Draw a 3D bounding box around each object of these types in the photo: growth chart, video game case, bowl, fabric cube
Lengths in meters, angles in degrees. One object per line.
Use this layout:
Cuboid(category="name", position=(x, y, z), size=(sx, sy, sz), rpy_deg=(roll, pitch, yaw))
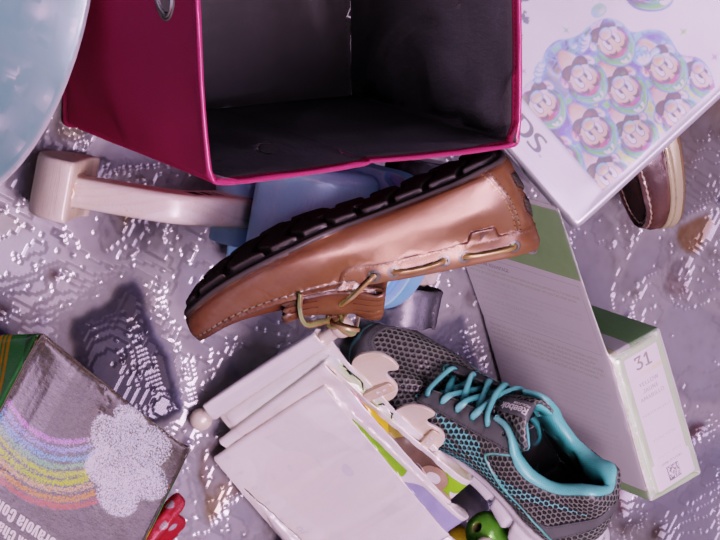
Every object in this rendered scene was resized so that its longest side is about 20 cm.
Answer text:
Cuboid(category="growth chart", position=(-0.006, 0.125, 1.731), size=(0.144, 0.018, 0.200), rpy_deg=(-25, 115, 21))
Cuboid(category="video game case", position=(0.143, -0.159, 1.737), size=(0.200, 0.024, 0.182), rpy_deg=(-42, 94, -3))
Cuboid(category="bowl", position=(-0.229, -0.145, 1.498), size=(0.201, 0.104, 0.202), rpy_deg=(17, 90, -71))
Cuboid(category="fabric cube", position=(-0.044, -0.168, 1.590), size=(0.199, 0.199, 0.198), rpy_deg=(-8, 106, -28))

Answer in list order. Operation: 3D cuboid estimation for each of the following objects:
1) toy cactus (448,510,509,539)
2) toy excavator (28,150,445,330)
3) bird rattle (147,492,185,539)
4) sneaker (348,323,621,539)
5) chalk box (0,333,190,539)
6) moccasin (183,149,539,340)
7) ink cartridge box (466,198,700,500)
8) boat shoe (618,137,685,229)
Cuboid(category="toy cactus", position=(0.131, 0.232, 1.804), size=(0.102, 0.164, 0.201), rpy_deg=(-37, 125, -44))
Cuboid(category="toy excavator", position=(-0.063, -0.034, 1.656), size=(0.200, 0.194, 0.101), rpy_deg=(2, 101, -58))
Cuboid(category="bird rattle", position=(-0.134, 0.221, 1.632), size=(0.112, 0.163, 0.201), rpy_deg=(36, 75, -26))
Cuboid(category="sneaker", position=(0.082, 0.091, 1.739), size=(0.200, 0.091, 0.078), rpy_deg=(38, 57, 7))
Cuboid(category="chalk box", position=(-0.210, 0.150, 1.584), size=(0.124, 0.123, 0.201), rpy_deg=(40, 66, -30))
Cuboid(category="moccasin", position=(0.000, 0.000, 1.589), size=(0.200, 0.074, 0.078), rpy_deg=(-21, 102, -1))
Cuboid(category="ink cartridge box", position=(0.125, 0.032, 1.759), size=(0.048, 0.145, 0.201), rpy_deg=(-26, 112, -24))
Cuboid(category="boat shoe", position=(0.142, -0.112, 1.786), size=(0.072, 0.072, 0.201), rpy_deg=(-23, 107, -15))
